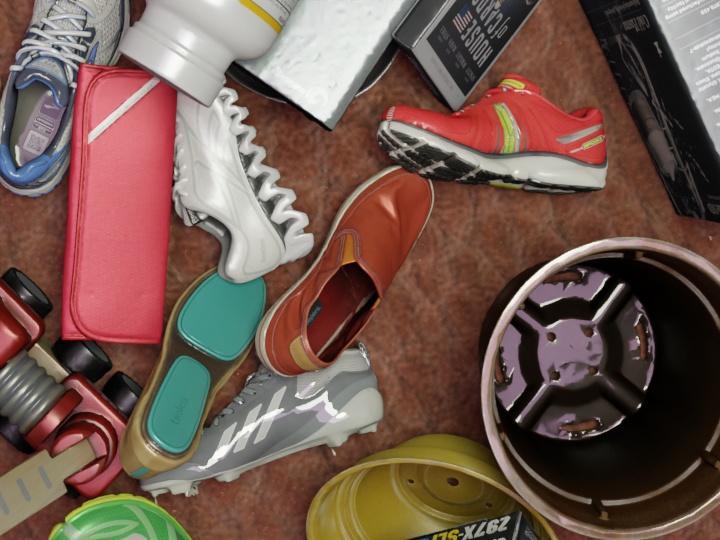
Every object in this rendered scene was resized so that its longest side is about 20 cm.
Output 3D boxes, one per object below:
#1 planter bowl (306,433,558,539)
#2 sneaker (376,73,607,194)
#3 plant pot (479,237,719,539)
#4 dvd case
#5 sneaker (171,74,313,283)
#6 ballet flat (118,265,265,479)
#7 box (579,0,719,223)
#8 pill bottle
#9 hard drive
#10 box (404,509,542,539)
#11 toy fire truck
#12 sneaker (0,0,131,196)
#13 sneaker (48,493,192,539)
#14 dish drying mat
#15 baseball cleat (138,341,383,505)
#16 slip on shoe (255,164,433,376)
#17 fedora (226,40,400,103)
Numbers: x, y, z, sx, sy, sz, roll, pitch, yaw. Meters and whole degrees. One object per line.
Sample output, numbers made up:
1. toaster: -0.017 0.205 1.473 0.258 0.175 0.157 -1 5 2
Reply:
1. planter bowl: 0.064 0.187 1.156 0.197 0.084 0.202 9 130 11
2. sneaker: 0.101 -0.109 1.155 0.198 0.077 0.086 7 83 -27
3. plant pot: 0.172 0.071 1.108 0.197 0.198 0.203 0 95 -4
4. dvd case: 0.107 -0.223 1.119 0.025 0.150 0.201 37 91 19
5. sneaker: -0.114 -0.084 1.142 0.081 0.075 0.202 -31 94 -13
6. ballet flat: -0.130 0.073 1.134 0.068 0.201 0.063 37 134 -10
7. box: 0.266 -0.149 1.106 0.123 0.200 0.198 -27 95 0
8. pill bottle: -0.080 -0.213 1.002 0.103 0.104 0.202 31 90 -5
9. hard drive: -0.023 -0.220 1.073 0.139 0.033 0.201 34 90 -3
10. box: 0.096 0.276 1.132 0.158 0.050 0.201 -18 121 31
11. toy fire truck: -0.249 0.104 1.088 0.129 0.200 0.176 -45 96 0
12. sneaker: -0.223 -0.151 1.130 0.076 0.085 0.203 16 92 -5
13. sneaker: -0.144 0.236 1.134 0.199 0.084 0.074 39 98 -29
14. dish drying mat: -0.176 -0.047 1.112 0.076 0.018 0.203 3 96 -17
15. baseball cleat: -0.084 0.106 1.174 0.197 0.070 0.108 -16 89 -12
16. slip on shoe: 0.000 0.000 1.141 0.201 0.061 0.074 -52 122 -25
17. fedora: -0.046 -0.223 1.134 0.175 0.090 0.203 -17 95 -2
